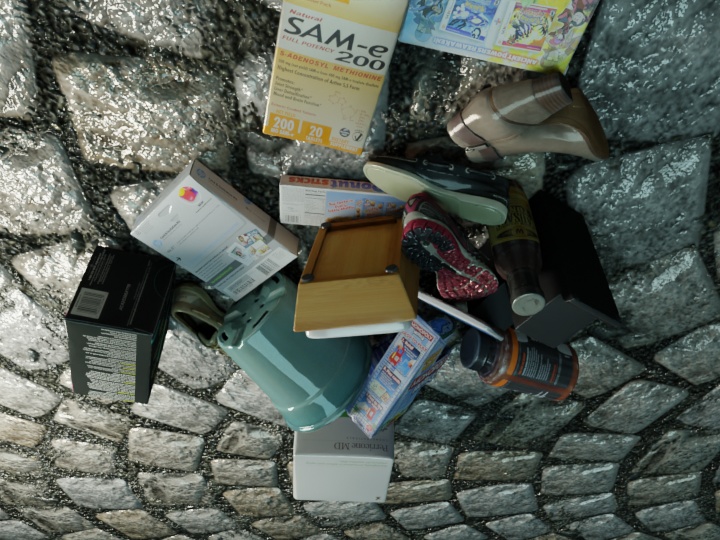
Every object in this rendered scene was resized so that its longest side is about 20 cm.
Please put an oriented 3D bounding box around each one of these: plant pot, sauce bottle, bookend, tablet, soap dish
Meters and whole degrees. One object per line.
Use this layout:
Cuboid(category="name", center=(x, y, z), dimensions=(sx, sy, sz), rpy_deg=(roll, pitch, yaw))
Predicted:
Cuboid(category="plant pot", center=(-0.115, 0.121, 0.931), dimensions=(0.198, 0.202, 0.196), rpy_deg=(-28, 121, 27))
Cuboid(category="sauce bottle", center=(0.202, -0.033, 0.746), dimensions=(0.064, 0.203, 0.067), rpy_deg=(-1, 136, -1))
Cuboid(category="bookend", center=(0.238, 0.033, 0.814), dimensions=(0.091, 0.203, 0.199), rpy_deg=(23, 132, -22))
Cuboid(category="tablet", center=(0.152, 0.068, 0.874), dimensions=(0.128, 0.014, 0.200), rpy_deg=(26, 179, 22))
Cuboid(category="soap dish", center=(0.000, 0.000, 0.762), dimensions=(0.153, 0.201, 0.083), rpy_deg=(-6, 119, 11))

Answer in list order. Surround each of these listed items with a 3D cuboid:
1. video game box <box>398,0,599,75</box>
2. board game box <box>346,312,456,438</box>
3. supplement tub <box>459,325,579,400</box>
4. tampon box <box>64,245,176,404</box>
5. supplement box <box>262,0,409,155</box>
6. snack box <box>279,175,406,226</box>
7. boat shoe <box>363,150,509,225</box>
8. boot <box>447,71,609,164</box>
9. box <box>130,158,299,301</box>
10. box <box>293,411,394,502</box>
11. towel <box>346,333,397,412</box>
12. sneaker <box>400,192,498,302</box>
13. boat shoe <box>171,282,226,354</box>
Cuboid(category="video game box", center=(0.152, -0.306, 0.576), dimensions=(0.195, 0.047, 0.184), rpy_deg=(9, 134, -8))
Cuboid(category="board game box", center=(0.091, 0.148, 0.937), dimensions=(0.061, 0.198, 0.202), rpy_deg=(40, 123, 23))
Cuboid(category="supplement tub", center=(0.277, 0.158, 1.010), dimensions=(0.196, 0.109, 0.108), rpy_deg=(16, 135, -16))
Cuboid(category="tampon box", center=(-0.382, 0.091, 0.921), dimensions=(0.123, 0.152, 0.202), rpy_deg=(13, 135, -13))
Cuboid(category="supplement box", center=(-0.032, -0.239, 0.628), dimensions=(0.123, 0.075, 0.202), rpy_deg=(10, 135, -10))
Cuboid(category="snack box", center=(-0.016, -0.093, 0.815), dimensions=(0.195, 0.025, 0.073), rpy_deg=(4, 137, -4))
Cuboid(category="boat shoe", center=(0.103, -0.122, 0.749), dimensions=(0.195, 0.067, 0.075), rpy_deg=(18, 162, 16))
Cuboid(category="boot", center=(0.205, -0.168, 0.708), dimensions=(0.144, 0.072, 0.198), rpy_deg=(-19, 148, 36))
Cuboid(category="box", center=(-0.213, -0.050, 0.852), dimensions=(0.155, 0.042, 0.199), rpy_deg=(-33, 128, 30))
Cuboid(category="box", center=(-0.036, 0.347, 1.163), dimensions=(0.194, 0.174, 0.203), rpy_deg=(3, 137, -2))
Cuboid(category="towel", center=(0.041, 0.182, 1.041), dimensions=(0.197, 0.024, 0.146), rpy_deg=(-31, 137, -4))
Cuboid(category="sneaker", center=(0.124, -0.025, 0.763), dimensions=(0.079, 0.076, 0.200), rpy_deg=(-20, 137, 26))
Cuboid(category="boat shoe", center=(-0.257, 0.106, 0.995), dimensions=(0.071, 0.066, 0.201), rpy_deg=(-17, 133, 18))
